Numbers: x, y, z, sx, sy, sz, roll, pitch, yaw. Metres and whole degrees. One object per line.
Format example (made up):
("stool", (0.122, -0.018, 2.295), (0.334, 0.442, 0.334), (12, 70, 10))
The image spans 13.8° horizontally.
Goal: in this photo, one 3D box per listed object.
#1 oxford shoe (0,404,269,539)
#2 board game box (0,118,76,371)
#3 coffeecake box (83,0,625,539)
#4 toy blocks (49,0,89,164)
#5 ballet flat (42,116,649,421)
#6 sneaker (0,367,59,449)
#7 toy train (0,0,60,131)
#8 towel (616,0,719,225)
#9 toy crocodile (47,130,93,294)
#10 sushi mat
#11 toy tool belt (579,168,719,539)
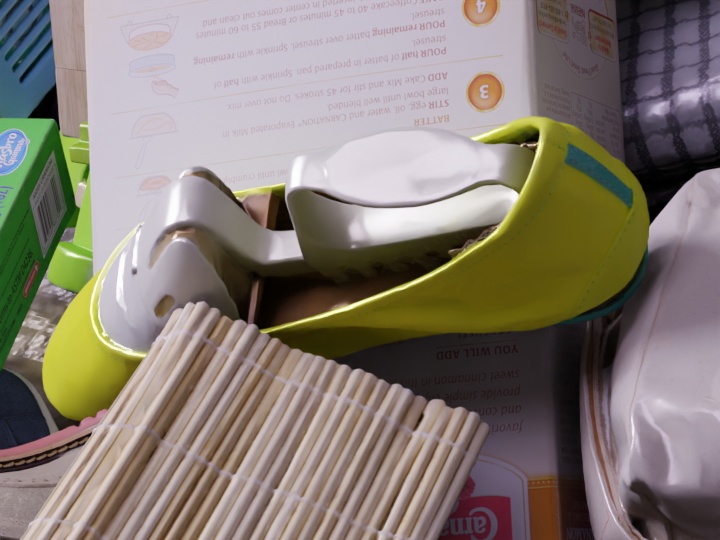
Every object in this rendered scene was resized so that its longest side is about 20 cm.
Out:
("oxford shoe", (-0.064, 0.079, 0.788), (0.200, 0.071, 0.075), (-10, 28, -20))
("board game box", (-0.213, 0.007, 0.995), (0.200, 0.040, 0.153), (2, 39, 14))
("coffeecake box", (0.000, 0.000, 0.901), (0.153, 0.073, 0.200), (-6, 81, 27))
("toy blocks", (-0.046, -0.129, 1.061), (0.100, 0.137, 0.200), (9, 21, 32))
("ballet flat", (-0.017, -0.006, 0.827), (0.200, 0.067, 0.067), (-12, 54, 27))
("sneaker", (-0.152, 0.088, 0.976), (0.075, 0.085, 0.200), (-15, 38, 18))
("toy train", (-0.183, -0.089, 1.186), (0.200, 0.114, 0.087), (9, 50, 40))
("towel", (0.106, -0.077, 1.010), (0.165, 0.086, 0.200), (-14, 37, 16))
("toy crocodile", (-0.053, -0.013, 1.060), (0.200, 0.062, 0.068), (19, 98, 46))
("sushi mat", (-0.039, 0.079, 0.730), (0.096, 0.012, 0.200), (20, 37, 8))
("toy tool belt", (0.129, 0.034, 0.841), (0.125, 0.123, 0.200), (-9, 32, 20))
